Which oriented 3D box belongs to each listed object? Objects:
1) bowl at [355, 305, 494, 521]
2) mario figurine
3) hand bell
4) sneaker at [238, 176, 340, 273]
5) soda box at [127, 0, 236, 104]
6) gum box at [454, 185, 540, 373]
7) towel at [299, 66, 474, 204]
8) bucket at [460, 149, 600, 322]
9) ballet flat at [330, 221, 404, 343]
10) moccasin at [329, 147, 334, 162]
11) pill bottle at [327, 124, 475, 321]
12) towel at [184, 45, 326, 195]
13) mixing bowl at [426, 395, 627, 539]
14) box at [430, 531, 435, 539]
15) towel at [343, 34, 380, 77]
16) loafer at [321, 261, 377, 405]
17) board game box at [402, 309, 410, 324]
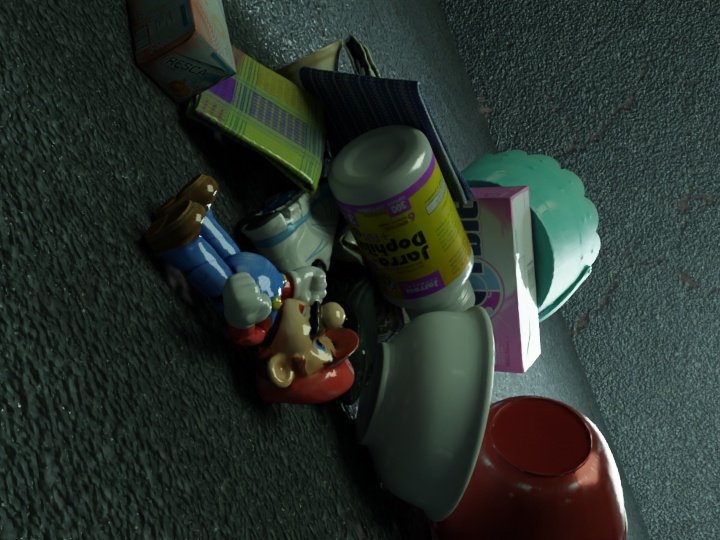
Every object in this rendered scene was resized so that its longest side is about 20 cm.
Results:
[{"bbox_3d":[0.050,0.123,0.978,0.201,0.089,0.204,-166,-90,-83],"label":"bowl"},{"bbox_3d":[-0.063,0.014,0.792,0.200,0.105,0.124,51,54,-22],"label":"mario figurine"},{"bbox_3d":[-0.026,-0.149,1.198,0.202,0.103,0.104,65,15,-11],"label":"hand bell"},{"bbox_3d":[-0.054,-0.034,1.002,0.088,0.074,0.200,69,22,-12],"label":"sneaker"},{"bbox_3d":[-0.167,-0.251,0.938,0.068,0.063,0.202,44,27,-54],"label":"soda box"},{"bbox_3d":[0.127,0.014,1.136,0.066,0.112,0.203,-30,117,-59],"label":"gum box"},{"bbox_3d":[0.023,-0.142,1.069,0.199,0.024,0.146,20,-34,50],"label":"towel"},{"bbox_3d":[0.164,-0.032,1.224,0.134,0.206,0.209,-30,95,-55],"label":"bucket"},{"bbox_3d":[0.000,0.000,1.127,0.072,0.071,0.202,48,22,-48],"label":"ballet flat"},{"bbox_3d":[-0.013,-0.164,1.333,0.081,0.068,0.200,54,16,-11],"label":"moccasin"},{"bbox_3d":[0.049,-0.035,1.030,0.105,0.103,0.201,-95,162,-52],"label":"pill bottle"},{"bbox_3d":[-0.095,-0.153,1.004,0.143,0.023,0.201,30,26,-19],"label":"towel"},{"bbox_3d":[0.163,0.192,0.997,0.201,0.197,0.109,-95,-174,-52],"label":"mixing bowl"},{"bbox_3d":[0.150,0.296,1.098,0.153,0.105,0.201,54,19,-34],"label":"box"},{"bbox_3d":[0.037,-0.165,1.235,0.200,0.034,0.195,30,39,-82],"label":"towel"},{"bbox_3d":[-0.018,0.053,0.993,0.201,0.067,0.071,-91,173,-64],"label":"loafer"},{"bbox_3d":[0.066,0.105,1.220,0.201,0.047,0.102,60,16,-22],"label":"board game box"}]
